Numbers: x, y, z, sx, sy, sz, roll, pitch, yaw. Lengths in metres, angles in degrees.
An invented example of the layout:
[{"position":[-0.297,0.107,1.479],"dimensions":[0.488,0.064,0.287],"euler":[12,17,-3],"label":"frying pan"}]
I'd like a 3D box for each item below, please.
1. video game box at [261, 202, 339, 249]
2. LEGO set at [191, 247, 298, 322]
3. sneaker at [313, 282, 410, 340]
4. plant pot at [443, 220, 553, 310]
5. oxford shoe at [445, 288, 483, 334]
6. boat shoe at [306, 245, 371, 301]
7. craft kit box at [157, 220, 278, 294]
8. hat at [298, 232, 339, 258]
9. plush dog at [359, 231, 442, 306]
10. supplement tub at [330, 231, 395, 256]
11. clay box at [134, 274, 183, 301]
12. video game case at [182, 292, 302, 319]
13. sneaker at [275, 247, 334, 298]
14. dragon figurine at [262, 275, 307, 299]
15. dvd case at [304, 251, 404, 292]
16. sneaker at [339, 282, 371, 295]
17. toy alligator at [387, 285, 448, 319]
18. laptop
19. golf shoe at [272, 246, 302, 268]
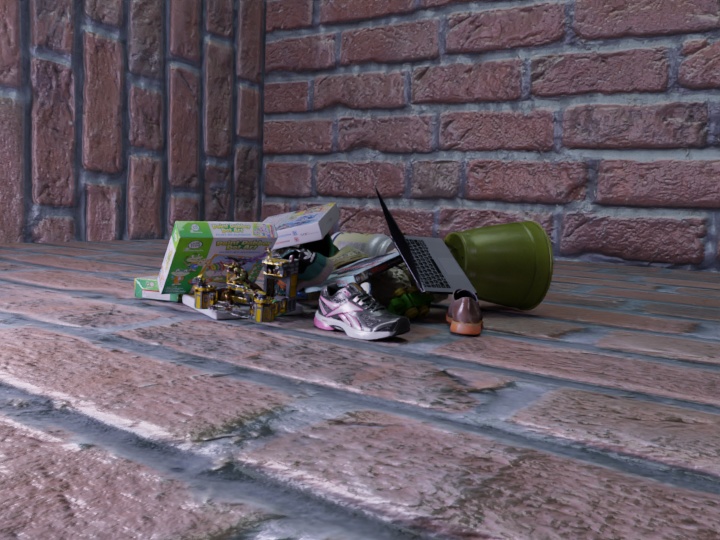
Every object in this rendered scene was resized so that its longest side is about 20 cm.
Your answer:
[{"position":[-0.154,-0.099,1.497],"dimensions":[0.181,0.047,0.200],"euler":[-13,15,14],"label":"video game box"},{"position":[-0.206,0.015,1.197],"dimensions":[0.199,0.117,0.153],"euler":[11,12,31],"label":"LEGO set"},{"position":[-0.006,0.065,1.121],"dimensions":[0.199,0.087,0.080],"euler":[7,9,37],"label":"sneaker"},{"position":[0.281,-0.016,1.427],"dimensions":[0.192,0.202,0.200],"euler":[3,5,-21],"label":"plant pot"},{"position":[0.201,0.069,1.232],"dimensions":[0.071,0.073,0.200],"euler":[2,5,3],"label":"oxford shoe"},{"position":[-0.047,0.005,1.432],"dimensions":[0.062,0.074,0.200],"euler":[15,38,26],"label":"boat shoe"},{"position":[-0.291,-0.024,1.319],"dimensions":[0.199,0.049,0.198],"euler":[-2,-36,-30],"label":"craft kit box"},{"position":[-0.049,-0.012,1.600],"dimensions":[0.175,0.167,0.200],"euler":[10,14,-34],"label":"hat"},{"position":[0.080,0.020,1.460],"dimensions":[0.199,0.161,0.172],"euler":[3,32,30],"label":"plush dog"},{"position":[0.013,-0.031,1.810],"dimensions":[0.199,0.146,0.145],"euler":[6,7,34],"label":"supplement tub"},{"position":[-0.401,0.034,1.480],"dimensions":[0.114,0.048,0.200],"euler":[4,5,20],"label":"clay box"},{"position":[-0.243,0.069,1.327],"dimensions":[0.181,0.023,0.200],"euler":[-1,8,-33],"label":"video game case"},{"position":[-0.139,-0.003,1.301],"dimensions":[0.080,0.072,0.199],"euler":[36,-35,-26],"label":"sneaker"},{"position":[-0.169,0.037,1.469],"dimensions":[0.099,0.059,0.200],"euler":[-1,2,-15],"label":"dragon figurine"},{"position":[0.000,0.000,1.342],"dimensions":[0.145,0.022,0.200],"euler":[-11,10,43],"label":"dvd case"},{"position":[-0.029,0.066,1.258],"dimensions":[0.085,0.078,0.200],"euler":[-10,1,-16],"label":"sneaker"},{"position":[0.110,0.069,1.326],"dimensions":[0.054,0.060,0.199],"euler":[-43,-22,32],"label":"toy alligator"},{"position":[0.129,-0.056,1.285],"dimensions":[0.199,0.116,0.188],"euler":[3,38,-24],"label":"laptop"},{"position":[-0.162,-0.025,1.526],"dimensions":[0.097,0.079,0.200],"euler":[6,7,-27],"label":"golf shoe"}]
